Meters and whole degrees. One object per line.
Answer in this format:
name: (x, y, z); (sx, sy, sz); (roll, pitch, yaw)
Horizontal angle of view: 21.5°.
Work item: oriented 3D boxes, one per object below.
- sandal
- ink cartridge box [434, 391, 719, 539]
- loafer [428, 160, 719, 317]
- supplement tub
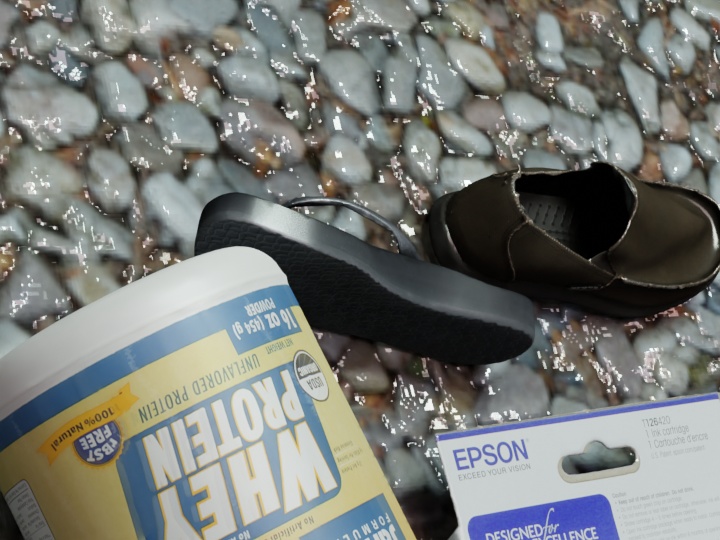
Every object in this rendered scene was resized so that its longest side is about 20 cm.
sandal: (0.000, 0.000, 0.913); (0.199, 0.076, 0.043); (21, 59, -39)
ink cartridge box: (0.129, 0.171, 0.939); (0.196, 0.047, 0.202); (-4, 69, -35)
loafer: (0.132, -0.019, 1.012); (0.198, 0.071, 0.074); (-2, 69, -36)
supplement tub: (-0.057, 0.108, 0.768); (0.144, 0.144, 0.201); (-23, 82, -40)
